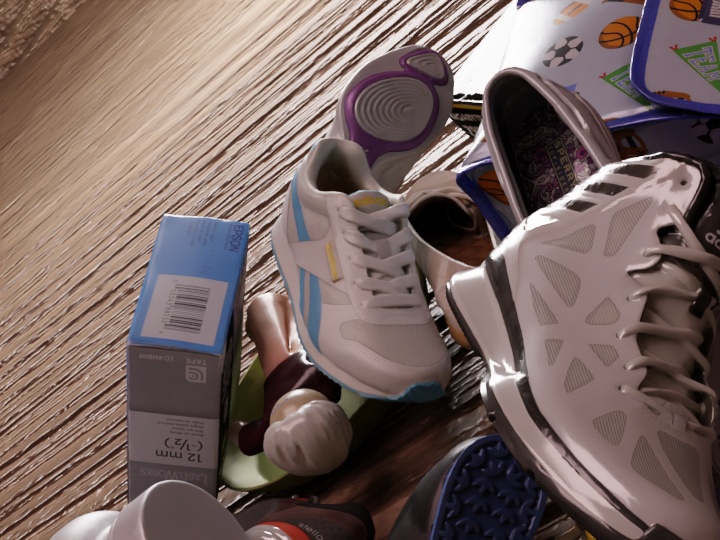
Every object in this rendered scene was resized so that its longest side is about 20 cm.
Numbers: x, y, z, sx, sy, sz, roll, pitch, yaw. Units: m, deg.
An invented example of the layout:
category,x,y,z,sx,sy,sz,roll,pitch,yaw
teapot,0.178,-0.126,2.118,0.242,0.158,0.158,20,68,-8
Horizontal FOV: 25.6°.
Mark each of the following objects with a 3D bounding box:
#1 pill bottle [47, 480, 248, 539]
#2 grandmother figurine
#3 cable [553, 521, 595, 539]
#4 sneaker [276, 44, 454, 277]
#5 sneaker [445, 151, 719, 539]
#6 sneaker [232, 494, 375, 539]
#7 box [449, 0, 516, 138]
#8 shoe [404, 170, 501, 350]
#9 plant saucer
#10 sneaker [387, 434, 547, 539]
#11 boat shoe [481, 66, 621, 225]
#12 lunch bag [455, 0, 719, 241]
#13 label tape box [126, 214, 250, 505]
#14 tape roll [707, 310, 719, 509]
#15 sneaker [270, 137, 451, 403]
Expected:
category,x,y,z,sx,sy,sz,roll,pitch,yaw
pill bottle,-0.150,0.202,0.866,0.200,0.111,0.111,-41,23,25
grandmother figurine,-0.041,0.069,0.990,0.121,0.061,0.200,-54,18,13
cable,0.166,0.067,0.715,0.200,0.050,0.097,-27,31,24
sneaker,-0.006,-0.076,1.134,0.200,0.075,0.100,-57,7,-12
sneaker,0.103,0.019,0.565,0.115,0.076,0.201,-46,29,14
sneaker,-0.057,0.173,0.942,0.082,0.077,0.200,-31,9,-35
box,0.157,-0.177,1.111,0.200,0.049,0.160,-52,23,-7
shoe,0.065,-0.023,0.994,0.070,0.053,0.200,-18,29,0
plant saucer,-0.020,0.072,1.062,0.200,0.031,0.200,-40,24,21
sneaker,0.030,0.172,0.762,0.200,0.070,0.078,-61,0,-12
boat shoe,0.106,-0.016,0.724,0.072,0.068,0.200,-31,53,25
lunch bag,0.170,-0.098,0.862,0.200,0.124,0.170,-14,40,35
label tape box,-0.115,0.085,1.062,0.143,0.066,0.200,-85,-1,-54
tape roll,0.194,0.043,0.574,0.200,0.085,0.200,-33,36,28
sneaker,0.000,0.000,0.951,0.200,0.076,0.081,59,140,43
